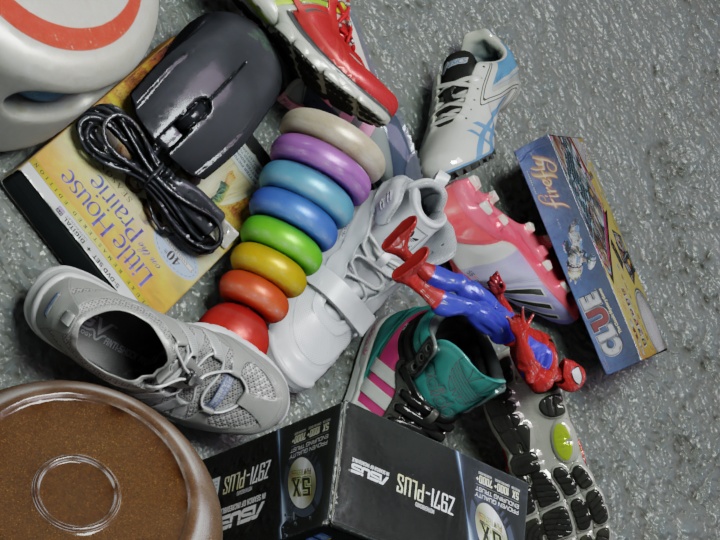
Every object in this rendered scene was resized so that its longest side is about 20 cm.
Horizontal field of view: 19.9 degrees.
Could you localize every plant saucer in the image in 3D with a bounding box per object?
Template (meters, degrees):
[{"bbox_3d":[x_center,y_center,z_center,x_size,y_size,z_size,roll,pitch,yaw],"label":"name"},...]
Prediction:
[{"bbox_3d":[-0.181,0.146,1.289,0.200,0.032,0.201,11,51,-13],"label":"plant saucer"}]

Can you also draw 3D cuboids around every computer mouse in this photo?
[{"bbox_3d":[-0.107,-0.119,1.479,0.138,0.053,0.200,45,46,-17],"label":"computer mouse"}]

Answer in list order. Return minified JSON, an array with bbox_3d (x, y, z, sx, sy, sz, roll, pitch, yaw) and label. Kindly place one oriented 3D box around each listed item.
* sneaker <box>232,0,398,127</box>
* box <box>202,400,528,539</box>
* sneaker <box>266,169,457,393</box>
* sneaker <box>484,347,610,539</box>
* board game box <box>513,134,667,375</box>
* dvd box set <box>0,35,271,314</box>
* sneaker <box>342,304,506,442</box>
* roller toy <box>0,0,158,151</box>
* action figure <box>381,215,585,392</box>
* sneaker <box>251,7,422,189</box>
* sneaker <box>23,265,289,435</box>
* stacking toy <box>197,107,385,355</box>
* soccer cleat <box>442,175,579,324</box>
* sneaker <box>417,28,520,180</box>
[{"bbox_3d":[-0.031,-0.197,1.534,0.085,0.077,0.200,-39,86,-7],"label":"sneaker"},{"bbox_3d":[-0.016,0.177,1.367,0.164,0.200,0.086,27,56,-32],"label":"box"},{"bbox_3d":[0.000,0.000,1.522,0.075,0.115,0.200,45,48,-18],"label":"sneaker"},{"bbox_3d":[0.149,0.155,1.612,0.085,0.077,0.201,-37,115,-83],"label":"sneaker"},{"bbox_3d":[0.196,-0.015,1.726,0.201,0.035,0.135,68,17,5],"label":"board game box"},{"bbox_3d":[-0.150,-0.062,1.473,0.146,0.029,0.200,53,45,-11],"label":"dvd box set"},{"bbox_3d":[0.048,0.105,1.515,0.084,0.121,0.200,32,53,-28],"label":"sneaker"},{"bbox_3d":[-0.233,-0.186,1.367,0.182,0.140,0.200,35,50,-22],"label":"roller toy"},{"bbox_3d":[0.100,0.035,1.504,0.200,0.052,0.065,41,13,-33],"label":"action figure"},{"bbox_3d":[-0.022,-0.127,1.607,0.082,0.070,0.200,-28,93,-24],"label":"sneaker"},{"bbox_3d":[-0.132,0.068,1.377,0.200,0.082,0.075,24,97,-26],"label":"sneaker"},{"bbox_3d":[-0.061,-0.015,1.475,0.085,0.085,0.200,36,72,-25],"label":"stacking toy"},{"bbox_3d":[0.111,-0.007,1.674,0.200,0.076,0.067,40,26,-45],"label":"soccer cleat"},{"bbox_3d":[0.080,-0.131,1.673,0.073,0.072,0.200,60,30,-22],"label":"sneaker"}]
